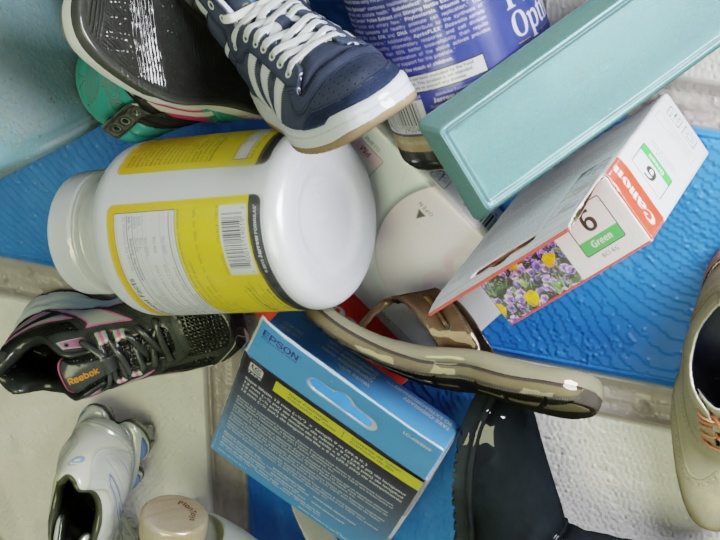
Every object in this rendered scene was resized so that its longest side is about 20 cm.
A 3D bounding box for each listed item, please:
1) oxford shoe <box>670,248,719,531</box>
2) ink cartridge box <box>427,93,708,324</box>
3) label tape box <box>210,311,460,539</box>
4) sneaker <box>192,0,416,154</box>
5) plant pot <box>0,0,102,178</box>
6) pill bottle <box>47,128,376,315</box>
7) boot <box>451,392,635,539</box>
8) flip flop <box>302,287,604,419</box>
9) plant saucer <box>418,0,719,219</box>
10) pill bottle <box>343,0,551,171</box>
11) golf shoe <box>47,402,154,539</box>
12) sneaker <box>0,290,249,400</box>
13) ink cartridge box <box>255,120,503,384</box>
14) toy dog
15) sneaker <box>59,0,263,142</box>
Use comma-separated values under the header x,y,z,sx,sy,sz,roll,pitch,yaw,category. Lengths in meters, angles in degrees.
x,y,z,sx,sy,sz,roll,pitch,yaw,category
0.220,0.084,1.224,0.070,0.074,0.202,9,118,20,oxford shoe
0.123,-0.024,1.136,0.109,0.200,0.050,-33,99,34,ink cartridge box
-0.013,0.097,1.298,0.143,0.066,0.200,34,149,6,label tape box
-0.039,-0.134,1.127,0.070,0.200,0.109,-31,108,-11,sneaker
-0.299,-0.126,1.277,0.195,0.200,0.197,-23,104,31,plant pot
-0.098,-0.029,1.243,0.199,0.112,0.113,-2,115,35,pill bottle
0.147,0.170,1.300,0.167,0.076,0.202,14,124,20,boot
0.059,0.043,1.232,0.198,0.081,0.058,13,82,20,flip flop
0.131,-0.111,1.122,0.199,0.019,0.070,-36,109,-7,plant saucer
0.044,-0.169,1.152,0.111,0.112,0.201,-11,111,28,pill bottle
-0.208,0.199,1.466,0.078,0.097,0.201,14,122,15,golf shoe
-0.170,0.057,1.379,0.199,0.086,0.081,-14,112,29,sneaker
0.000,0.000,1.298,0.163,0.057,0.200,45,120,-2,ink cartridge box
-0.068,0.210,1.427,0.199,0.097,0.132,26,121,-7,toy dog
-0.141,-0.132,1.225,0.120,0.199,0.084,-6,78,35,sneaker
